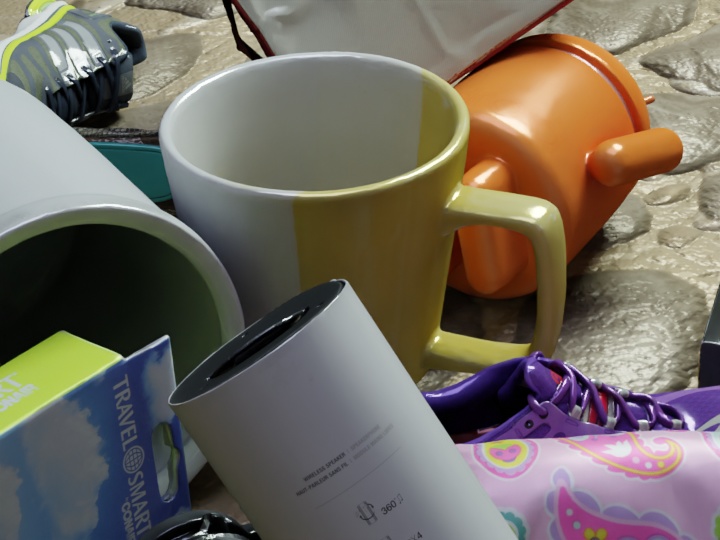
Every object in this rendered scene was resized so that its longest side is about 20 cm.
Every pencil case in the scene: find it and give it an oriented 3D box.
[{"bbox_3d":[0.116,0.112,0.817,0.198,0.088,0.088,0,31,1],"label":"pencil case"}]

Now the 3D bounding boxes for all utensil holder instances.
[{"bbox_3d":[-0.170,0.010,0.926,0.169,0.171,0.200,-17,32,-23],"label":"utensil holder"}]

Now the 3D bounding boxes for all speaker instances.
[{"bbox_3d":[0.015,0.104,0.714,0.081,0.201,0.081,-33,9,6],"label":"speaker"}]

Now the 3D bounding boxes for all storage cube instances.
[{"bbox_3d":[0.007,-0.187,1.131,0.199,0.172,0.180,-33,8,2],"label":"storage cube"}]

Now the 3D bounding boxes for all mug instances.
[{"bbox_3d":[-0.010,0.000,0.942,0.149,0.154,0.186,-20,36,-28],"label":"mug"}]

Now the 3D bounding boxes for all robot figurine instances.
[{"bbox_3d":[0.092,-0.060,1.073,0.117,0.144,0.200,46,42,0],"label":"robot figurine"}]

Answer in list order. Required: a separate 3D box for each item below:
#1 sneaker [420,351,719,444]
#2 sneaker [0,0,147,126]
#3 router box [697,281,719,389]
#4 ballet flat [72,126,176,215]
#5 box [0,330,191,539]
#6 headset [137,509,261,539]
[{"bbox_3d":[0.101,0.076,0.878,0.198,0.084,0.081,-6,31,-8],"label":"sneaker"},{"bbox_3d":[-0.189,-0.122,1.242,0.080,0.074,0.201,4,33,4],"label":"sneaker"},{"bbox_3d":[0.280,0.029,0.971,0.198,0.053,0.157,9,33,17],"label":"router box"},{"bbox_3d":[-0.092,-0.060,1.143,0.198,0.068,0.075,5,16,17],"label":"ballet flat"},{"bbox_3d":[-0.157,0.113,0.794,0.047,0.123,0.200,20,37,35],"label":"box"},{"bbox_3d":[-0.046,0.126,0.781,0.123,0.094,0.200,7,45,33],"label":"headset"}]
